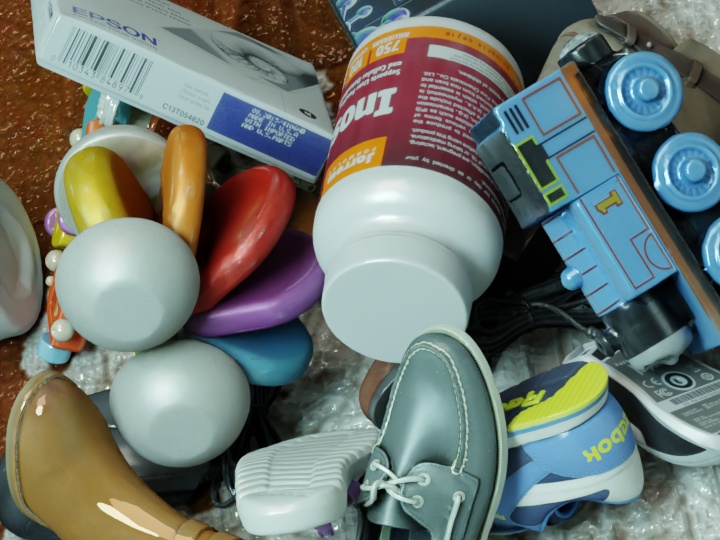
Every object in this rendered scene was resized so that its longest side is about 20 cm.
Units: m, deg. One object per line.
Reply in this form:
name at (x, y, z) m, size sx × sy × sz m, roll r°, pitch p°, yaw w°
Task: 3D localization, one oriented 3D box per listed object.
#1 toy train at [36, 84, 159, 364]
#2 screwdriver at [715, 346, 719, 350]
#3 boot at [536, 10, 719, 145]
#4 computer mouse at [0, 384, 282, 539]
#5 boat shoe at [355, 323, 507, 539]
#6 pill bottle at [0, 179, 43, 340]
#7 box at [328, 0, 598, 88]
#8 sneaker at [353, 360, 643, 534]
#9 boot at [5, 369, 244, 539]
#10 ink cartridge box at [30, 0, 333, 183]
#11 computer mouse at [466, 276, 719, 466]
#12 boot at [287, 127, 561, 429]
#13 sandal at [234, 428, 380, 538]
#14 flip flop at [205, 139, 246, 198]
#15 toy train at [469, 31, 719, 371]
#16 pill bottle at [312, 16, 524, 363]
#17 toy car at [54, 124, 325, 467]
toy train at (-0.167, -0.044, 1.865) m, size 0.055 × 0.201 × 0.150 m, roll 11°, pitch 22°, yaw -15°
screwdriver at (0.161, -0.012, 1.731) m, size 0.029 × 0.028 × 0.200 m, roll -11°, pitch 42°, yaw -22°
boot at (0.195, -0.080, 1.732) m, size 0.200 × 0.070 × 0.146 m, roll 44°, pitch 45°, yaw 8°
computer mouse at (-0.147, 0.105, 1.769) m, size 0.199 × 0.053 × 0.139 m, roll -19°, pitch 47°, yaw 12°
boat shoe at (0.032, 0.131, 1.563) m, size 0.073 × 0.201 × 0.062 m, roll 15°, pitch 16°, yaw 34°
pill bottle at (-0.324, 0.009, 1.900) m, size 0.199 × 0.111 × 0.111 m, roll -13°, pitch 47°, yaw 17°
box at (0.057, -0.188, 1.859) m, size 0.148 × 0.107 × 0.200 m, roll -29°, pitch 37°, yaw 2°
sneaker at (0.077, 0.119, 1.625) m, size 0.200 × 0.082 × 0.074 m, roll -20°, pitch 23°, yaw 42°
boot at (-0.113, 0.150, 1.615) m, size 0.154 × 0.200 × 0.074 m, roll 10°, pitch 42°, yaw 42°
ink cartridge box at (-0.119, -0.143, 1.837) m, size 0.041 × 0.199 × 0.200 m, roll -62°, pitch 18°, yaw 16°
computer mouse at (0.155, 0.066, 1.639) m, size 0.109 × 0.044 × 0.200 m, roll -15°, pitch 37°, yaw -38°
boot at (0.000, 0.000, 1.754) m, size 0.200 × 0.069 × 0.189 m, roll 21°, pitch 66°, yaw 34°
sandal at (-0.033, 0.129, 1.605) m, size 0.082 × 0.050 × 0.203 m, roll -6°, pitch 7°, yaw 11°
flip flop at (-0.107, -0.058, 1.843) m, size 0.081 × 0.058 × 0.200 m, roll -45°, pitch 26°, yaw -1°
toy train at (0.152, -0.035, 1.607) m, size 0.114 × 0.087 × 0.200 m, roll -31°, pitch 89°, yaw -11°
pill bottle at (0.033, -0.047, 1.669) m, size 0.113 × 0.113 × 0.200 m, roll -10°, pitch 42°, yaw 20°
toy car at (-0.094, 0.003, 1.681) m, size 0.150 × 0.200 × 0.175 m, roll -19°, pitch 32°, yaw 4°
